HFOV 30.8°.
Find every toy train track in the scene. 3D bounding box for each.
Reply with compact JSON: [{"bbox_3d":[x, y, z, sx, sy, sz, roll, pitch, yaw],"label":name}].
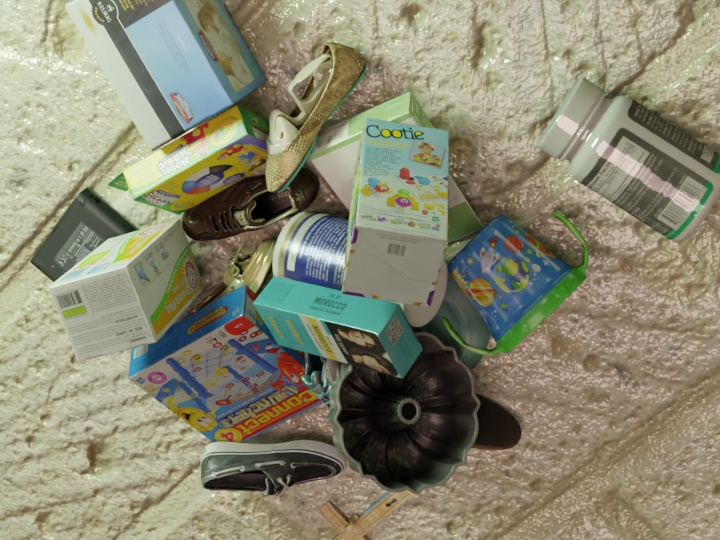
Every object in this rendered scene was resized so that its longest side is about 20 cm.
[{"bbox_3d":[0.013,0.352,1.822,0.115,0.033,0.200,44,115,-5],"label":"toy train track"}]

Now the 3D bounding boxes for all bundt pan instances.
[{"bbox_3d":[0.046,0.176,1.630,0.202,0.202,0.076,54,157,-10],"label":"bundt pan"}]

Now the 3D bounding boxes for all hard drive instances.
[{"bbox_3d":[-0.335,0.003,1.777,0.200,0.033,0.140,41,116,-3],"label":"hard drive"}]

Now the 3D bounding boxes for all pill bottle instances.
[{"bbox_3d":[0.000,0.000,1.603,0.200,0.116,0.116,15,117,35],"label":"pill bottle"},{"bbox_3d":[0.312,-0.129,1.499,0.200,0.113,0.113,33,116,1],"label":"pill bottle"}]

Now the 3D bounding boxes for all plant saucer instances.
[{"bbox_3d":[0.066,0.072,1.686,0.199,0.036,0.201,6,116,12],"label":"plant saucer"}]

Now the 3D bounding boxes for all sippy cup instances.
[{"bbox_3d":[0.181,0.009,1.589,0.130,0.178,0.140,46,151,6],"label":"sippy cup"}]

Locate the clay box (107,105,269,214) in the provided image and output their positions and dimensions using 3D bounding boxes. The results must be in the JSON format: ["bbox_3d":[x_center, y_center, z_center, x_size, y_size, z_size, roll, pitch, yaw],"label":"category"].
[{"bbox_3d":[-0.203,-0.128,1.628,0.200,0.115,0.048,-29,73,17],"label":"clay box"}]

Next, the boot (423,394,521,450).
[{"bbox_3d":[0.113,0.206,1.729,0.199,0.074,0.076,10,140,10],"label":"boot"}]

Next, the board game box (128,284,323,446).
[{"bbox_3d":[-0.167,0.134,1.726,0.200,0.056,0.196,-29,128,24],"label":"board game box"}]

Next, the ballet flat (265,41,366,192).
[{"bbox_3d":[-0.072,-0.190,1.575,0.065,0.070,0.200,33,88,-30],"label":"ballet flat"}]

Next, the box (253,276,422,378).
[{"bbox_3d":[-0.028,0.066,1.559,0.200,0.049,0.082,12,143,39],"label":"box"}]

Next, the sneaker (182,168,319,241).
[{"bbox_3d":[-0.151,-0.081,1.668,0.199,0.076,0.071,-20,105,21],"label":"sneaker"}]

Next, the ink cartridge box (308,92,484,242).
[{"bbox_3d":[0.047,-0.110,1.620,0.145,0.048,0.200,-21,128,23],"label":"ink cartridge box"}]

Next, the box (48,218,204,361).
[{"bbox_3d":[-0.287,0.021,1.642,0.112,0.200,0.102,-15,105,15],"label":"box"}]

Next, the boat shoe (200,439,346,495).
[{"bbox_3d":[-0.118,0.275,1.780,0.199,0.068,0.072,4,135,-7],"label":"boat shoe"}]

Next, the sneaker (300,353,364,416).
[{"bbox_3d":[-0.033,0.149,1.678,0.078,0.086,0.201,-26,86,47],"label":"sneaker"}]

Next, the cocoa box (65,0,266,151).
[{"bbox_3d":[-0.231,-0.273,1.580,0.131,0.133,0.200,-25,103,22],"label":"cocoa box"}]

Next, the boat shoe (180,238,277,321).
[{"bbox_3d":[-0.172,0.028,1.719,0.063,0.073,0.200,36,117,-4],"label":"boat shoe"}]

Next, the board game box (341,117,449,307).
[{"bbox_3d":[0.042,-0.069,1.492,0.104,0.200,0.103,9,132,-3],"label":"board game box"}]
